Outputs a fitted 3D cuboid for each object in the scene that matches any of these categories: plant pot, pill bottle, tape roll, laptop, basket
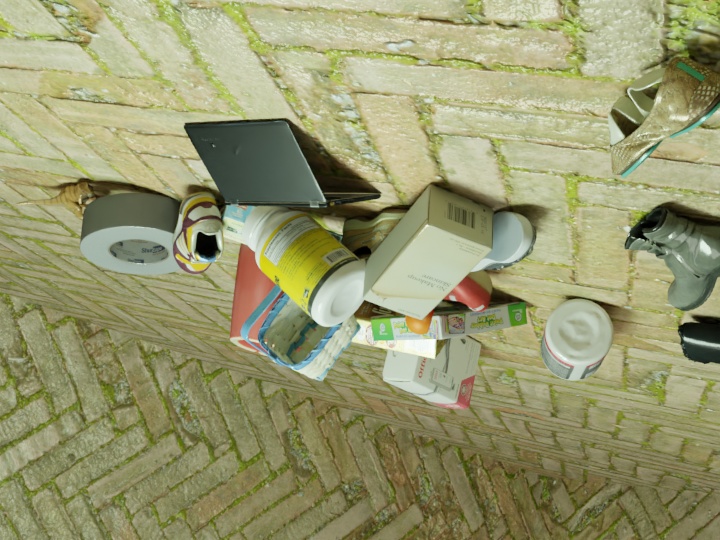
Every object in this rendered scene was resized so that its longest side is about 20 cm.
[{"bbox_3d":[-0.150,0.063,1.875,0.199,0.179,0.201,13,165,4],"label":"plant pot"},{"bbox_3d":[-0.086,-0.017,1.531,0.200,0.113,0.112,41,178,27],"label":"pill bottle"},{"bbox_3d":[-0.382,-0.061,1.764,0.199,0.067,0.201,-2,157,-1],"label":"tape roll"},{"bbox_3d":[-0.104,-0.147,1.391,0.186,0.117,0.199,4,-169,36],"label":"laptop"},{"bbox_3d":[0.363,0.125,1.725,0.110,0.112,0.200,12,165,10],"label":"pill bottle"},{"bbox_3d":[-0.103,0.085,1.714,0.139,0.177,0.200,31,166,35],"label":"basket"}]

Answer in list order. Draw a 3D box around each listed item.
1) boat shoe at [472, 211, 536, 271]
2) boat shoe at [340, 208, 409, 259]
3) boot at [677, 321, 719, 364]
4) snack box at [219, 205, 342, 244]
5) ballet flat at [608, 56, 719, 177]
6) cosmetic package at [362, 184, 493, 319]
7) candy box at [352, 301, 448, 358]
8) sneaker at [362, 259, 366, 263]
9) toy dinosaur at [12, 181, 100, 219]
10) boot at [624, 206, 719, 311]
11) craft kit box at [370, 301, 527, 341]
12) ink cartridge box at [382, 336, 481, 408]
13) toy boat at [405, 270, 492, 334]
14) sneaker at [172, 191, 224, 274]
[{"bbox_3d":[0.202,-0.034,1.403,0.066,0.071,0.200,1,167,-18],"label":"boat shoe"},{"bbox_3d":[0.039,-0.041,1.504,0.071,0.077,0.199,23,163,-29],"label":"boat shoe"},{"bbox_3d":[0.560,0.102,1.537,0.162,0.074,0.198,7,164,40],"label":"boot"},{"bbox_3d":[-0.139,-0.059,1.690,0.199,0.037,0.116,19,163,-14],"label":"snack box"},{"bbox_3d":[0.271,-0.147,0.948,0.065,0.071,0.200,43,161,2],"label":"ballet flat"},{"bbox_3d":[0.091,-0.021,1.401,0.103,0.074,0.200,19,141,-16],"label":"cosmetic package"},{"bbox_3d":[0.067,0.108,1.962,0.198,0.056,0.115,11,-160,17],"label":"candy box"},{"bbox_3d":[0.000,0.000,1.718,0.073,0.084,0.200,55,167,7],"label":"sneaker"},{"bbox_3d":[-0.514,-0.127,1.808,0.199,0.061,0.106,-13,138,41],"label":"toy dinosaur"},{"bbox_3d":[0.392,-0.021,1.280,0.130,0.068,0.200,19,158,3],"label":"boot"},{"bbox_3d":[0.153,0.089,1.780,0.196,0.049,0.199,-4,178,-34],"label":"craft kit box"},{"bbox_3d":[0.150,0.188,2.093,0.082,0.148,0.199,-1,159,43],"label":"ink cartridge box"},{"bbox_3d":[0.108,0.039,1.620,0.199,0.132,0.130,7,164,29],"label":"toy boat"},{"bbox_3d":[-0.264,-0.036,1.662,0.074,0.091,0.201,-10,148,-17],"label":"sneaker"}]
